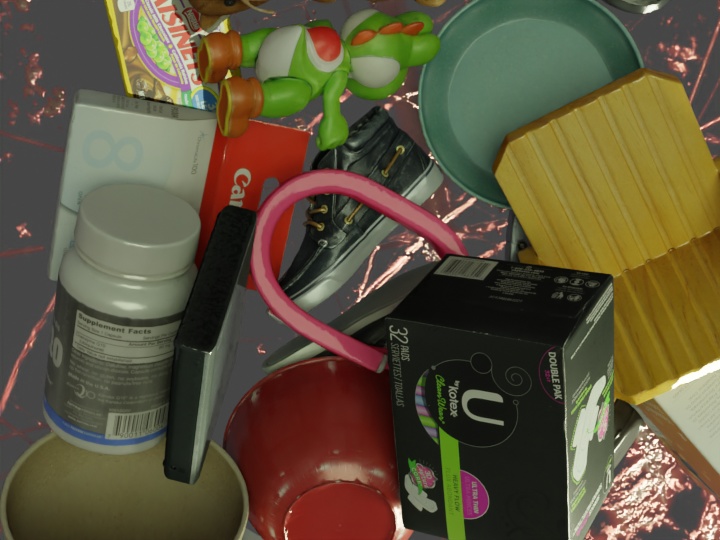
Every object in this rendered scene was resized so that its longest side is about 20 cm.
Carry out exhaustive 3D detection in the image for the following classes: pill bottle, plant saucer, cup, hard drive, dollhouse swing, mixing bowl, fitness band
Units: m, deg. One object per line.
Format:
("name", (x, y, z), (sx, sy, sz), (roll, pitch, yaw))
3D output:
("pill bottle", (-0.191, 0.039, 1.060), (0.114, 0.114, 0.200), (7, 120, -13))
("plant saucer", (0.151, -0.151, 1.157), (0.200, 0.036, 0.200), (0, 89, 6))
("cup", (-0.199, 0.241, 1.107), (0.200, 0.200, 0.143), (0, 127, -12))
("hard drive", (-0.122, 0.062, 1.050), (0.033, 0.200, 0.140), (14, 52, 0))
("dollhouse swing", (0.227, -0.028, 1.071), (0.200, 0.182, 0.176), (-25, 135, 10))
("mixing bowl", (-0.020, 0.186, 1.128), (0.200, 0.108, 0.200), (-2, 120, -4))
("fitness band", (0.000, 0.000, 1.099), (0.200, 0.037, 0.144), (29, 87, -11))

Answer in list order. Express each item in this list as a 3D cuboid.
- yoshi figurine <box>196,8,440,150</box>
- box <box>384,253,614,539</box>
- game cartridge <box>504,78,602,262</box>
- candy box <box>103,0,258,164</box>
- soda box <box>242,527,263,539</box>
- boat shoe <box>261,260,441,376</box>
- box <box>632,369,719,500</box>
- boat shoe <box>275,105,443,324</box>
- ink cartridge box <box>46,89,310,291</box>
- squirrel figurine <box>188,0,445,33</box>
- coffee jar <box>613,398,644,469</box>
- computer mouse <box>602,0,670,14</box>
("yoshi figurine", (-0.032, -0.166, 1.105), (0.200, 0.112, 0.113), (-14, 115, -17))
("box", (0.115, 0.107, 1.039), (0.148, 0.124, 0.200), (8, 119, 27))
("game cartridge", (0.207, -0.065, 1.194), (0.133, 0.040, 0.200), (17, 92, -5))
("candy box", (-0.156, -0.185, 1.119), (0.102, 0.026, 0.200), (-14, 102, -11))
("soda box", (-0.092, 0.284, 1.113), (0.068, 0.200, 0.064), (33, 91, -12))
("boat shoe", (0.011, 0.059, 1.170), (0.200, 0.076, 0.060), (-29, 103, 6))
("box", (0.320, 0.117, 1.197), (0.106, 0.152, 0.200), (-43, 104, -3))
("boat shoe", (-0.026, -0.050, 1.147), (0.200, 0.071, 0.091), (-45, 106, -10))
("ink cartridge box", (-0.153, -0.056, 1.108), (0.200, 0.047, 0.160), (9, 113, -11))
("squirrel figurine", (-0.060, -0.262, 1.048), (0.186, 0.200, 0.142), (-24, 118, -7))
("coffee jar", (0.148, 0.111, 1.168), (0.200, 0.085, 0.104), (39, 84, 5))
("computer mouse", (0.223, -0.321, 1.167), (0.138, 0.053, 0.200), (-19, 90, -6))
